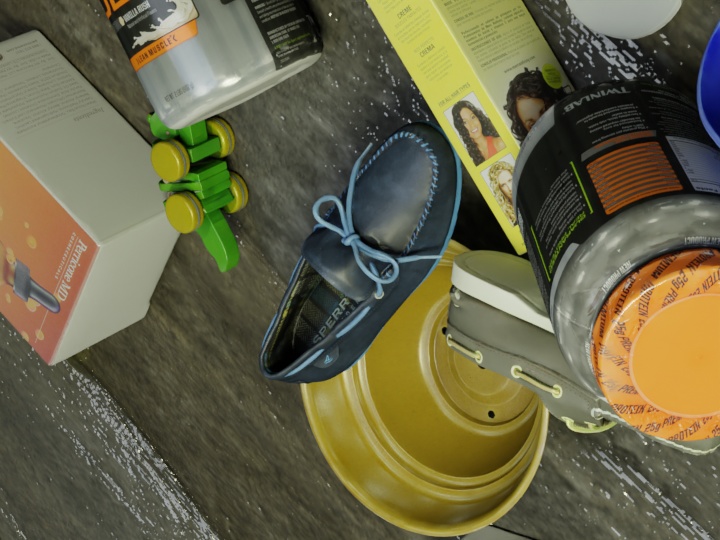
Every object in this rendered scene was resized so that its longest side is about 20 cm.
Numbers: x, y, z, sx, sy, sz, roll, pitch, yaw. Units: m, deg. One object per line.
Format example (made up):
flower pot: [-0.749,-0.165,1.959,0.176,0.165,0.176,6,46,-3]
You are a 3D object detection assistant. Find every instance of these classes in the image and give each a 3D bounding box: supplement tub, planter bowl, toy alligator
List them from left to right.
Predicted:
toy alligator: [-0.131,-0.095,1.277,0.054,0.059,0.200,2,112,42]
supplement tub: [-0.118,-0.205,1.162,0.122,0.122,0.200,-24,94,47]
planter bowl: [0.061,0.067,1.156,0.200,0.083,0.201,9,104,38]
supplement tub: [0.151,-0.007,0.911,0.122,0.200,0.123,-2,120,-3]

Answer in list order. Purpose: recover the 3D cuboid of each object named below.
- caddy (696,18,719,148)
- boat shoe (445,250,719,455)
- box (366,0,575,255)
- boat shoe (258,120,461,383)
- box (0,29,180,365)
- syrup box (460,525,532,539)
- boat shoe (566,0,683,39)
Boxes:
caddy: [0.241,-0.088,0.835,0.141,0.105,0.200,-47,33,18]
boat shoe: [0.128,0.055,1.003,0.202,0.072,0.060,31,120,37]
box: [0.079,-0.115,1.063,0.050,0.075,0.200,-33,89,48]
boat shoe: [0.000,0.000,1.092,0.084,0.069,0.200,38,121,27]
box: [-0.247,-0.057,1.370,0.200,0.106,0.152,45,135,16]
syrup box: [0.139,0.247,1.194,0.200,0.079,0.082,14,121,38]
boat shoe: [0.159,-0.202,0.946,0.071,0.070,0.200,25,154,11]
